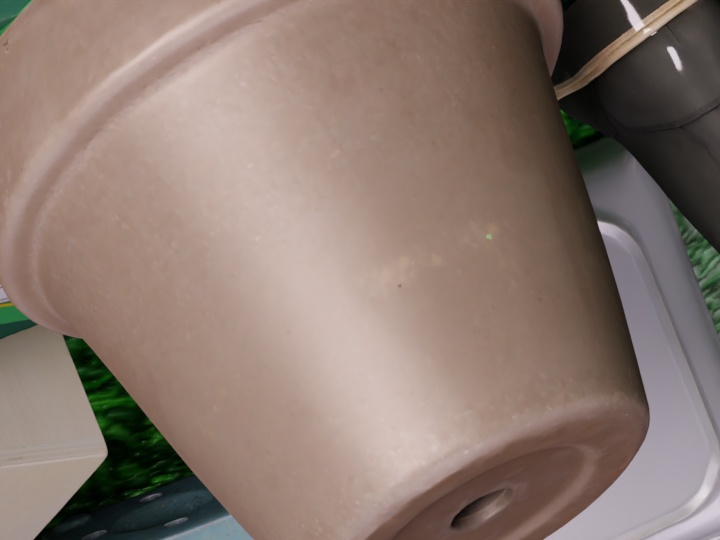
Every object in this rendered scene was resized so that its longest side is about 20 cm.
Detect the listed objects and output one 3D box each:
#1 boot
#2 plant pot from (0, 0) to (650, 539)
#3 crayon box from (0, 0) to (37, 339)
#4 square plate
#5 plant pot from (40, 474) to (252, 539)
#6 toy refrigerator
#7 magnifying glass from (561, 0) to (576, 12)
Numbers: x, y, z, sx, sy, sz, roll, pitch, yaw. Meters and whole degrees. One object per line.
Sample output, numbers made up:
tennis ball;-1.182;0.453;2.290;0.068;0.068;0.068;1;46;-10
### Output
boot;0.131;-0.041;0.868;0.077;0.138;0.200;-35;175;8
plant pot;0.000;0.000;0.691;0.200;0.175;0.200;-25;155;-12
crayon box;-0.094;-0.056;0.763;0.172;0.058;0.200;-20;156;-11
square plate;0.075;0.064;1.038;0.198;0.200;0.028;-24;-167;-3
plant pot;-0.068;0.208;1.135;0.195;0.200;0.196;-19;-171;-13
toy refrigerator;-0.187;0.100;0.978;0.070;0.076;0.200;-4;148;-40
magnifying glass;0.067;-0.103;0.819;0.080;0.022;0.200;-23;173;-26
